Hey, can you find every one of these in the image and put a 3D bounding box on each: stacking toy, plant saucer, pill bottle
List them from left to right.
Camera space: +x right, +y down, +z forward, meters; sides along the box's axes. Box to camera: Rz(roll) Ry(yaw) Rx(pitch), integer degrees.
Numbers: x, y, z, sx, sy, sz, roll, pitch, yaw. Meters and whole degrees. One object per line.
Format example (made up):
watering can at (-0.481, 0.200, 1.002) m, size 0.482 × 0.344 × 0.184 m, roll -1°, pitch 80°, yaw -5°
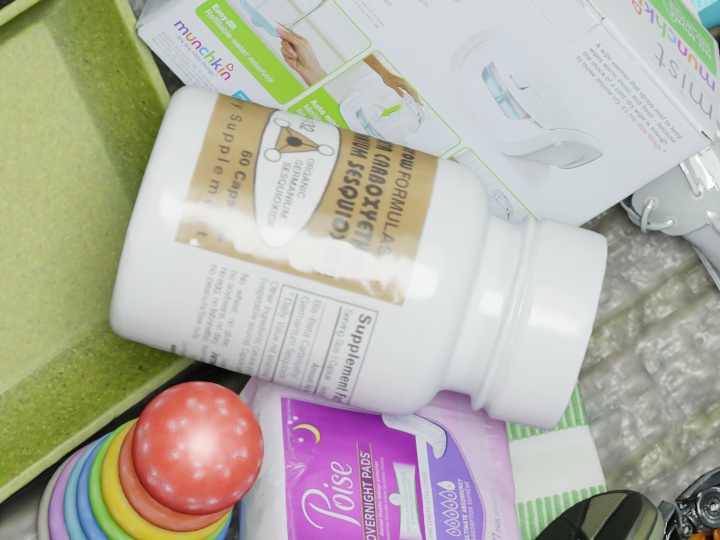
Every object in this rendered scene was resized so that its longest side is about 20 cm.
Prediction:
plant saucer at (-0.165, -0.012, 1.273) m, size 0.199 × 0.048 × 0.201 m, roll -36°, pitch 121°, yaw -21°
stacking toy at (-0.083, 0.095, 1.222) m, size 0.085 × 0.200 × 0.086 m, roll 4°, pitch 75°, yaw -14°
pill bottle at (0.000, 0.000, 1.235) m, size 0.199 × 0.114 × 0.115 m, roll 16°, pitch 71°, yaw -2°

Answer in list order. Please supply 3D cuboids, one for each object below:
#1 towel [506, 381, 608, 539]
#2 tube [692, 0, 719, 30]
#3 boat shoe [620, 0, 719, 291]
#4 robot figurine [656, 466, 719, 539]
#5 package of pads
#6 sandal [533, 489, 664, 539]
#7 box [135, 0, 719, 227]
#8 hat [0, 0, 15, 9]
towel at (0.041, 0.096, 1.352) m, size 0.152 × 0.023 × 0.201 m, roll -12°, pitch 77°, yaw -18°
tube at (0.225, -0.175, 1.465) m, size 0.199 × 0.050 × 0.078 m, roll -18°, pitch 76°, yaw -14°
boat shoe at (0.153, -0.054, 1.388) m, size 0.068 × 0.072 × 0.201 m, roll -25°, pitch 98°, yaw -16°
robot figurine at (0.167, 0.192, 1.334) m, size 0.145 × 0.058 × 0.201 m, roll 35°, pitch 69°, yaw -15°
package of pads at (0.008, 0.131, 1.238) m, size 0.120 × 0.076 × 0.201 m, roll 10°, pitch 41°, yaw -14°
sandal at (0.075, 0.187, 1.288) m, size 0.201 × 0.080 × 0.057 m, roll -46°, pitch 120°, yaw -13°
box at (0.033, -0.104, 1.282) m, size 0.200 × 0.176 × 0.097 m, roll 45°, pitch 29°, yaw -21°
hat at (-0.223, -0.086, 1.290) m, size 0.200 × 0.081 × 0.202 m, roll -10°, pitch 109°, yaw -31°
